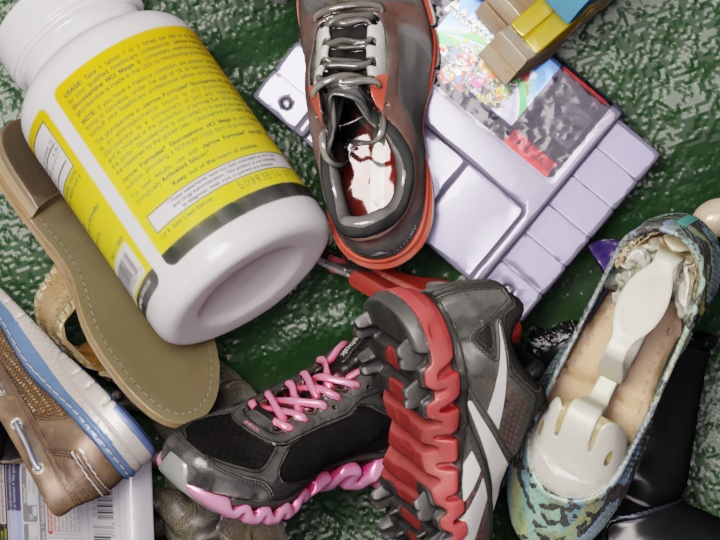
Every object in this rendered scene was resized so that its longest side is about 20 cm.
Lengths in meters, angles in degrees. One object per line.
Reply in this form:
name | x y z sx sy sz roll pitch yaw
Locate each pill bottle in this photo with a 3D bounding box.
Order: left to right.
pill bottle | -0.114 -0.068 1.494 0.112 0.112 0.200 -36 73 3

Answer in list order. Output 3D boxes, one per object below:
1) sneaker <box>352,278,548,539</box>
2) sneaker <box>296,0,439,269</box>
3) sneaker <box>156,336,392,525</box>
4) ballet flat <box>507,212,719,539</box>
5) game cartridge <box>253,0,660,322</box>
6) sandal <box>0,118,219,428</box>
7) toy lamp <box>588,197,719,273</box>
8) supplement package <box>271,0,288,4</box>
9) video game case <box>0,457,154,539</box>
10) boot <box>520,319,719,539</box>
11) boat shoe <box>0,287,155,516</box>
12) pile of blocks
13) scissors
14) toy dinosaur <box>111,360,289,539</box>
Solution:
sneaker | 0.056 0.088 1.444 0.098 0.071 0.201 -22 124 -25
sneaker | 0.003 -0.105 1.477 0.077 0.082 0.201 -11 80 10
sneaker | -0.024 0.075 1.462 0.079 0.200 0.096 38 121 34
ballet flat | 0.129 0.059 1.451 0.074 0.074 0.200 23 90 3
game cartridge | 0.055 -0.083 1.534 0.200 0.038 0.130 40 97 3
sandal | -0.152 0.016 1.531 0.212 0.078 0.070 57 136 20
toy lamp | 0.223 -0.046 1.510 0.200 0.058 0.058 -34 88 3
supplement package | -0.122 -0.233 1.504 0.200 0.110 0.114 17 91 5
video game case | -0.187 0.202 1.514 0.182 0.023 0.201 -2 91 34
boot | 0.173 0.113 1.511 0.198 0.073 0.163 4 85 2
boat shoe | -0.193 0.065 1.481 0.072 0.200 0.072 -41 130 -12
pile of blocks | 0.134 -0.189 1.489 0.200 0.082 0.062 -41 82 -9
scissors | 0.000 0.000 1.532 0.200 0.073 0.014 29 119 31
toy dinosaur | -0.086 0.110 1.531 0.102 0.077 0.200 -4 59 3
